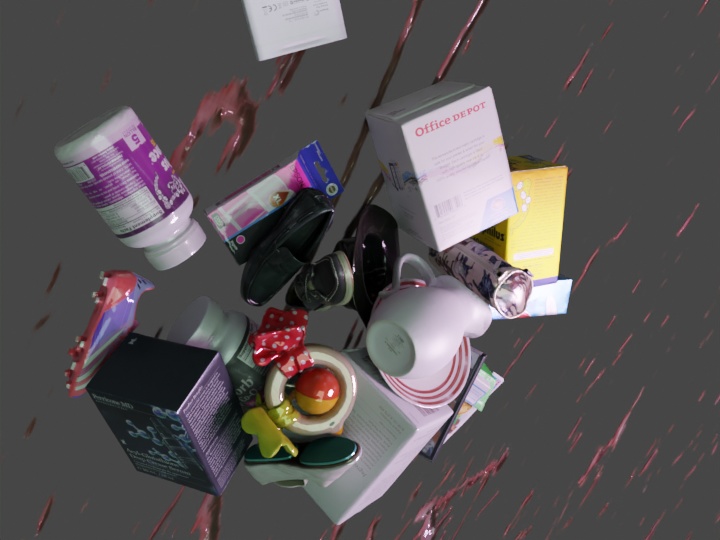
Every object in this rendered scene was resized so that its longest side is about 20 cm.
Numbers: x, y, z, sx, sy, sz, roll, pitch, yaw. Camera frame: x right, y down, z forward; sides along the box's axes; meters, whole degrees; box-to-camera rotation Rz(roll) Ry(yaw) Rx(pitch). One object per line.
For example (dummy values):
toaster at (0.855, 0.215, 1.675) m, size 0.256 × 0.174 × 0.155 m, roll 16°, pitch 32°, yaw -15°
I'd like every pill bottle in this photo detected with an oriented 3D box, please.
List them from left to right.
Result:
pill bottle at (-0.290, -0.102, 0.859) m, size 0.112 × 0.112 × 0.200 m, roll -34°, pitch 118°, yaw -8°
pill bottle at (-0.181, 0.131, 0.986) m, size 0.200 × 0.116 × 0.116 m, roll 40°, pitch 91°, yaw -29°

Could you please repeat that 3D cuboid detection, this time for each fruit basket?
fruit basket at (0.137, 0.228, 1.167) m, size 0.185 × 0.094 × 0.200 m, roll 37°, pitch 95°, yaw -29°

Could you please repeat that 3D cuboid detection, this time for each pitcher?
pitcher at (0.079, 0.058, 0.944) m, size 0.200 × 0.172 × 0.121 m, roll -25°, pitch 156°, yaw -51°

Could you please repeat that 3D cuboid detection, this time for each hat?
hat at (0.000, 0.000, 1.027) m, size 0.201 × 0.081 × 0.201 m, roll 7°, pitch 83°, yaw -62°

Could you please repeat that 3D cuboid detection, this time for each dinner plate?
dinner plate at (0.089, 0.110, 1.007) m, size 0.200 × 0.024 × 0.201 m, roll 16°, pitch 62°, yaw -31°

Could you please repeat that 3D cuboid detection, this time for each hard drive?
hard drive at (-0.102, -0.397, 0.878) m, size 0.132 × 0.027 × 0.200 m, roll -20°, pitch 116°, yaw -15°

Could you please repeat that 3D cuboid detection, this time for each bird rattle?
bird rattle at (-0.085, 0.155, 0.917) m, size 0.163 × 0.113 × 0.200 m, roll 11°, pitch 87°, yaw -16°

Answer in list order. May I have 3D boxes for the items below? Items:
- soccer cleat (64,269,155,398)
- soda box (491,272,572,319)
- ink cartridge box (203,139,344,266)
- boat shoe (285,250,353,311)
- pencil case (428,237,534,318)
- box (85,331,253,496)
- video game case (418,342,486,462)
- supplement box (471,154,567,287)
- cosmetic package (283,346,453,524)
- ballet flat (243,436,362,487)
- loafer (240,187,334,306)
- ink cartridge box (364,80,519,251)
soccer cleat at (-0.357, 0.094, 0.932) m, size 0.076 × 0.067 × 0.200 m, roll 18°, pitch 98°, yaw -31°
soda box at (0.271, 0.042, 1.170) m, size 0.200 × 0.064 × 0.068 m, roll -3°, pitch 110°, yaw -21°
ink cartridge box at (-0.121, -0.100, 0.975) m, size 0.200 × 0.037 × 0.095 m, roll -35°, pitch 118°, yaw -10°
boat shoe at (-0.064, 0.025, 0.959) m, size 0.065 × 0.200 × 0.072 m, roll -13°, pitch 82°, yaw -21°
pencil case at (0.185, -0.005, 1.046) m, size 0.078 × 0.200 × 0.090 m, roll -31°, pitch 126°, yaw -13°
box at (-0.257, 0.201, 0.920) m, size 0.107 × 0.148 × 0.200 m, roll -60°, pitch 151°, yaw -43°
video game case at (0.086, 0.186, 1.101) m, size 0.181 × 0.025 × 0.200 m, roll 27°, pitch 99°, yaw 17°
supplement box at (0.258, -0.080, 1.095) m, size 0.109 × 0.109 × 0.200 m, roll -9°, pitch 111°, yaw -20°
cosmetic package at (0.002, 0.245, 1.023) m, size 0.200 × 0.166 × 0.167 m, roll -53°, pitch 159°, yaw 13°
ballet flat at (-0.076, 0.277, 0.938) m, size 0.200 × 0.069 × 0.070 m, roll -11°, pitch 121°, yaw 29°
loafer at (-0.106, -0.026, 0.950) m, size 0.068 × 0.070 × 0.201 m, roll 24°, pitch 107°, yaw -41°
ink cartridge box at (0.120, -0.162, 0.987) m, size 0.147 × 0.145 × 0.200 m, roll -25°, pitch 116°, yaw -13°
